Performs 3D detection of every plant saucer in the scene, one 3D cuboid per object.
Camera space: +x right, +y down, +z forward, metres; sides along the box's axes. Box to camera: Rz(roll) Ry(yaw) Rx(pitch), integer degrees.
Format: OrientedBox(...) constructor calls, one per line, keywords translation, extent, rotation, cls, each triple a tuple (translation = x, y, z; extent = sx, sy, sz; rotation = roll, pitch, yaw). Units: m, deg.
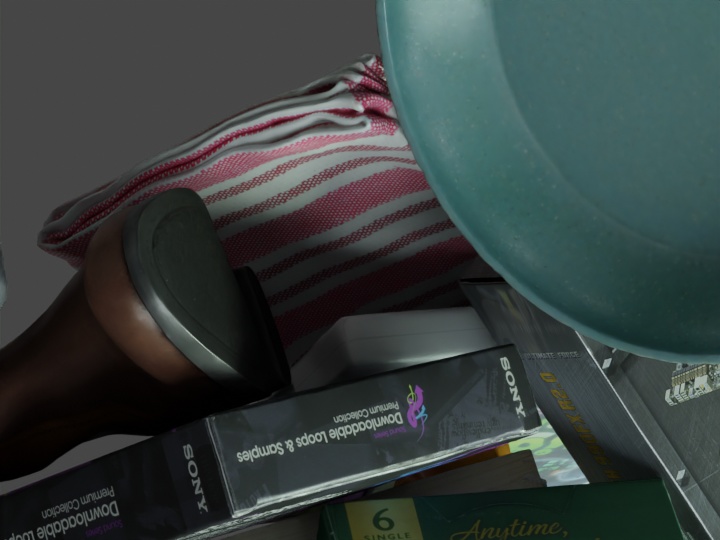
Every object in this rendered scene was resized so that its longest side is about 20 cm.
OrientedBox(translation=(0.093, -0.072, 0.752), extent=(0.036, 0.200, 0.201), rotation=(-28, 148, -47), cls="plant saucer")

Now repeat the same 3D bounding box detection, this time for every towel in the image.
OrientedBox(translation=(0.000, 0.000, 0.901), extent=(0.146, 0.030, 0.200), rotation=(-24, 144, 28), cls="towel")

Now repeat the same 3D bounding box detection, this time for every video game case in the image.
OrientedBox(translation=(0.047, 0.055, 0.971), extent=(0.199, 0.024, 0.182), rotation=(-5, 158, -28), cls="video game case")

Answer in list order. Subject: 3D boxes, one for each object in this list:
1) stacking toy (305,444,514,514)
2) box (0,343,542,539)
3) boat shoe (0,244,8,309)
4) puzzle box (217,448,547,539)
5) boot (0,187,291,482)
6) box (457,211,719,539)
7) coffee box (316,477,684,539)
OrientedBox(translation=(0.014, 0.110, 0.944), extent=(0.115, 0.110, 0.200), rotation=(6, 144, -13), cls="stacking toy")
OrientedBox(translation=(-0.057, 0.073, 0.829), extent=(0.199, 0.036, 0.142), rotation=(-20, 174, 43), cls="box")
OrientedBox(translation=(-0.206, 0.032, 0.816), extent=(0.199, 0.069, 0.072), rotation=(-24, 139, -8), cls="boat shoe")
OrientedBox(translation=(-0.019, 0.141, 0.892), extent=(0.198, 0.026, 0.134), rotation=(-17, 134, 1), cls="puzzle box")
OrientedBox(translation=(-0.130, 0.041, 0.803), extent=(0.199, 0.069, 0.188), rotation=(-20, 178, 1), cls="boot")
OrientedBox(translation=(0.145, -0.001, 0.891), extent=(0.200, 0.048, 0.159), rotation=(-47, 113, -27), cls="box")
OrientedBox(translation=(0.038, 0.158, 0.873), extent=(0.122, 0.044, 0.201), rotation=(-2, 132, -12), cls="coffee box")
